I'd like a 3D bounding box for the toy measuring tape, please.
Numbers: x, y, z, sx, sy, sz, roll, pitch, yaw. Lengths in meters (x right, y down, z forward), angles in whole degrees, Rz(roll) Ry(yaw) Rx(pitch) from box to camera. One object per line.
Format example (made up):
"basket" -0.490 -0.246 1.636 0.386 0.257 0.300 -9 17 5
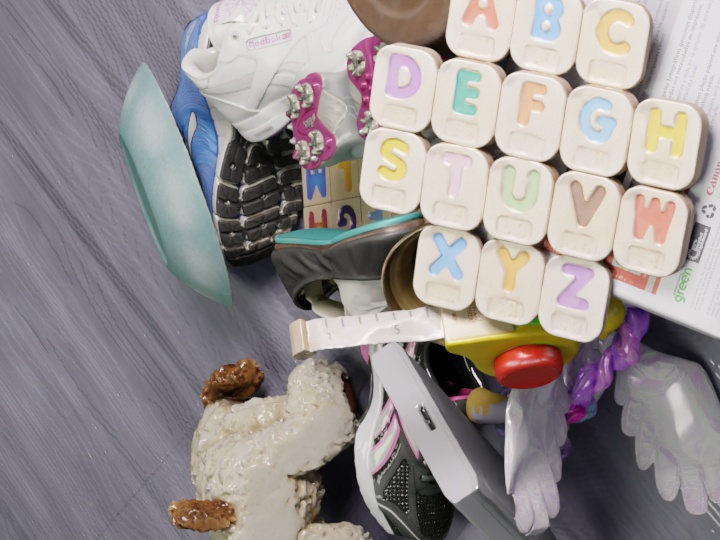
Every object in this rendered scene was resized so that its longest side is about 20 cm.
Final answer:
"toy measuring tape" 0.060 0.040 1.302 0.074 0.199 0.074 -8 -90 -88

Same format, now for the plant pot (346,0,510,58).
"plant pot" 0.081 -0.203 1.324 0.200 0.174 0.201 22 122 42

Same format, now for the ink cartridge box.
"ink cartridge box" 0.173 -0.087 1.252 0.175 0.084 0.201 23 103 20

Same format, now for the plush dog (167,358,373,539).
"plush dog" -0.084 0.165 1.697 0.172 0.160 0.201 -153 54 -72

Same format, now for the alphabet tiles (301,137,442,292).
"alphabet tiles" 0.009 -0.088 1.542 0.166 0.006 0.201 -8 84 49

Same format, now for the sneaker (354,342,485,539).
"sneaker" 0.048 0.104 1.554 0.086 0.080 0.201 10 113 45

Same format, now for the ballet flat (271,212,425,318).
"ballet flat" 0.000 0.000 1.493 0.200 0.068 0.069 -6 96 67

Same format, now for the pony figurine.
"pony figurine" 0.138 0.064 1.400 0.200 0.166 0.194 0 96 63

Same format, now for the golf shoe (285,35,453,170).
"golf shoe" 0.026 -0.113 1.430 0.200 0.091 0.076 -9 86 62

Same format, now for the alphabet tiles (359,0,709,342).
"alphabet tiles" 0.094 -0.063 1.228 0.199 0.015 0.196 14 105 22

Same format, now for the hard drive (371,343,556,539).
"hard drive" 0.082 0.142 1.445 0.026 0.200 0.132 -35 51 6

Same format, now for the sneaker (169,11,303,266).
"sneaker" -0.098 -0.103 1.658 0.089 0.078 0.201 17 114 61

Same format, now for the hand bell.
"hand bell" 0.072 -0.054 1.407 0.104 0.200 0.104 3 130 3

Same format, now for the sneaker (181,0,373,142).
"sneaker" -0.050 -0.164 1.523 0.100 0.075 0.200 38 133 -19

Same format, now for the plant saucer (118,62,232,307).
"plant saucer" -0.150 -0.060 1.674 0.201 0.039 0.202 159 90 -81
